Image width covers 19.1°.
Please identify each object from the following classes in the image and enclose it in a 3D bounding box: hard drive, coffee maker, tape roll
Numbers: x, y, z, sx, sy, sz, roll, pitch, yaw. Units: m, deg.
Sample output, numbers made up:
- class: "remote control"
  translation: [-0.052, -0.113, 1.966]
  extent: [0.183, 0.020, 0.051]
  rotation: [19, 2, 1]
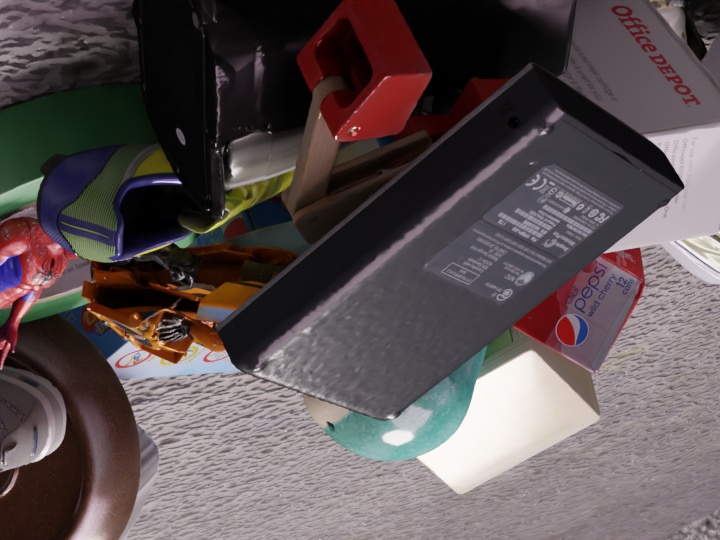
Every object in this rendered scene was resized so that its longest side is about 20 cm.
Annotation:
- class: "hard drive"
  translation: [0.045, -0.006, 1.027]
  extent: [0.200, 0.033, 0.139]
  rotation: [-40, 148, 18]
- class: "coffee maker"
  translation: [0.001, -0.132, 1.046]
  extent: [0.198, 0.136, 0.192]
  rotation: [-17, 160, -19]
- class: "tape roll"
  translation: [-0.179, -0.034, 1.236]
  extent: [0.199, 0.048, 0.201]
  rotation: [-21, 162, -7]

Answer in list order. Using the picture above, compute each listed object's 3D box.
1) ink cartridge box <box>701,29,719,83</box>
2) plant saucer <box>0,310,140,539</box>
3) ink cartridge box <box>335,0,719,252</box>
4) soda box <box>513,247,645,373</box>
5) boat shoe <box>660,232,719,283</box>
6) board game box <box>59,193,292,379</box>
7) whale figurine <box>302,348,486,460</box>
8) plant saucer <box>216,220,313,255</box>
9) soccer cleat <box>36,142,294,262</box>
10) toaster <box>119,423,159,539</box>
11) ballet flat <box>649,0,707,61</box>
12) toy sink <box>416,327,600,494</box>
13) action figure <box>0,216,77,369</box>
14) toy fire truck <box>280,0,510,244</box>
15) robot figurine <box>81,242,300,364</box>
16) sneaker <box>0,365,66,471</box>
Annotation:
- class: "ink cartridge box"
  translation: [0.270, -0.121, 1.376]
  extent: [0.147, 0.085, 0.200]
  rotation: [-58, 166, -14]
- class: "plant saucer"
  translation: [-0.235, 0.114, 1.340]
  extent: [0.199, 0.201, 0.032]
  rotation: [-29, -175, 17]
- class: "ink cartridge box"
  translation: [0.090, -0.077, 1.204]
  extent: [0.198, 0.145, 0.084]
  rotation: [-9, 128, -15]
- class: "soda box"
  translation: [0.129, 0.000, 1.308]
  extent: [0.064, 0.070, 0.200]
  rotation: [-60, 180, 11]
- class: "boat shoe"
  translation: [0.185, -0.065, 1.341]
  extent: [0.199, 0.072, 0.062]
  rotation: [34, 151, -19]
- class: "board game box"
  translation: [-0.071, 0.002, 1.448]
  extent: [0.195, 0.056, 0.200]
  rotation: [-1, 151, -48]
- class: "whale figurine"
  translation: [0.053, 0.051, 1.493]
  extent: [0.200, 0.104, 0.159]
  rotation: [-44, -176, -25]
- class: "plant saucer"
  translation: [0.000, 0.000, 1.307]
  extent: [0.198, 0.028, 0.200]
  rotation: [-5, 167, -1]
- class: "soccer cleat"
  translation: [-0.080, -0.045, 1.143]
  extent: [0.199, 0.083, 0.065]
  rotation: [-20, 125, -42]
- class: "toaster"
  translation: [-0.218, 0.135, 1.425]
  extent: [0.114, 0.199, 0.129]
  rotation: [-64, 173, 17]
- class: "ballet flat"
  translation: [0.185, -0.143, 1.337]
  extent: [0.072, 0.073, 0.200]
  rotation: [-26, 161, 9]
- class: "toy sink"
  translation: [0.084, 0.040, 1.616]
  extent: [0.130, 0.201, 0.112]
  rotation: [-30, 131, 21]
- class: "action figure"
  translation: [-0.218, 0.021, 1.196]
  extent: [0.199, 0.052, 0.065]
  rotation: [-34, 154, 23]
- class: "toy fire truck"
  translation: [0.014, -0.043, 1.028]
  extent: [0.140, 0.049, 0.201]
  rotation: [-5, 143, -34]
- class: "robot figurine"
  translation: [-0.068, 0.022, 1.206]
  extent: [0.198, 0.059, 0.145]
  rotation: [9, 163, 23]
- class: "sneaker"
  translation: [-0.281, 0.080, 1.283]
  extent: [0.198, 0.075, 0.082]
  rotation: [4, -167, 13]
